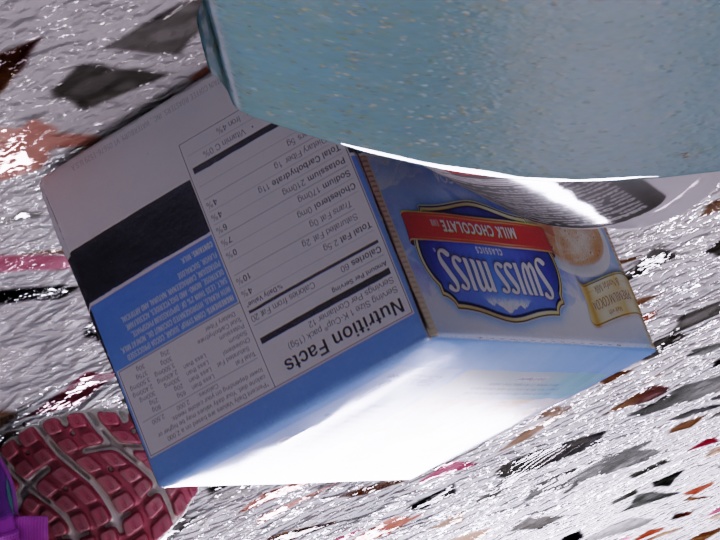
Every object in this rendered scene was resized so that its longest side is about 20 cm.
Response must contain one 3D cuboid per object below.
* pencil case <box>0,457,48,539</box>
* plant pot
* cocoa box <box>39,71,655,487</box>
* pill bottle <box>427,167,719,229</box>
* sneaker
[{"bbox_3d":[-0.247,0.130,1.341,0.200,0.085,0.092,-10,-174,-41],"label":"pencil case"},{"bbox_3d":[0.047,-0.126,0.696,0.200,0.197,0.196,-14,165,-2],"label":"plant pot"},{"bbox_3d":[0.000,0.000,1.155,0.133,0.131,0.200,-30,164,25],"label":"cocoa box"},{"bbox_3d":[0.066,-0.076,1.024,0.114,0.114,0.200,-26,165,14],"label":"pill bottle"},{"bbox_3d":[-0.157,0.114,1.453,0.200,0.081,0.075,-26,-174,29],"label":"sneaker"}]
